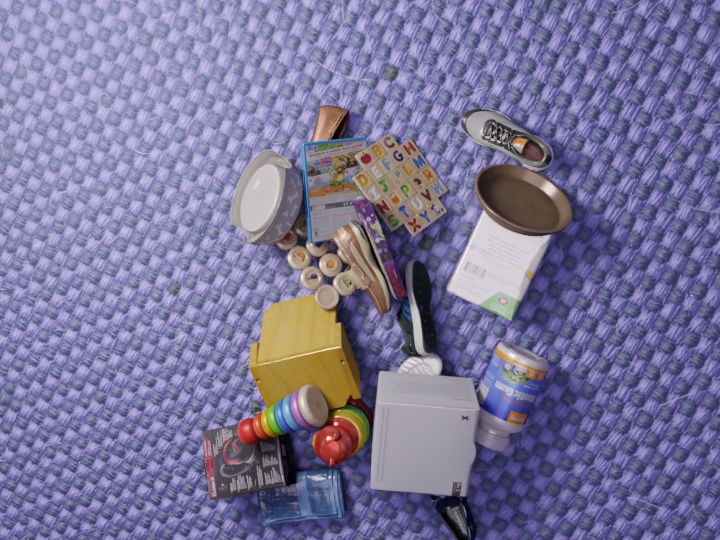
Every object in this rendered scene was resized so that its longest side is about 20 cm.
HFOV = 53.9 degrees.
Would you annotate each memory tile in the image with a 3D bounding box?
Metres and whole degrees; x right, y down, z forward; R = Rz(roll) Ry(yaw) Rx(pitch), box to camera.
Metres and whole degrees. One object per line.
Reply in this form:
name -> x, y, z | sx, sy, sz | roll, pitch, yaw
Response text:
memory tile -> -0.075, -0.033, 1.478 | 0.153, 0.017, 0.201 | -35, 90, -20

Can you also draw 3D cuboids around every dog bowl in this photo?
dog bowl -> -0.191, -0.143, 1.452 | 0.199, 0.058, 0.202 | -24, 58, 43

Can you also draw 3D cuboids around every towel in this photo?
towel -> -0.133, 0.497, 1.563 | 0.198, 0.049, 0.113 | -7, 94, 11

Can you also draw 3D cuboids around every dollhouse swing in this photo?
dollhouse swing -> -0.111, 0.174, 1.497 | 0.198, 0.176, 0.183 | -15, 115, 11

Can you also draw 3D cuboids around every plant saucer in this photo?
plant saucer -> 0.312, -0.133, 1.368 | 0.199, 0.201, 0.030 | 24, 134, 7

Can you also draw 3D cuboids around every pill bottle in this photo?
pill bottle -> 0.295, 0.257, 1.433 | 0.111, 0.112, 0.201 | 21, 98, 7

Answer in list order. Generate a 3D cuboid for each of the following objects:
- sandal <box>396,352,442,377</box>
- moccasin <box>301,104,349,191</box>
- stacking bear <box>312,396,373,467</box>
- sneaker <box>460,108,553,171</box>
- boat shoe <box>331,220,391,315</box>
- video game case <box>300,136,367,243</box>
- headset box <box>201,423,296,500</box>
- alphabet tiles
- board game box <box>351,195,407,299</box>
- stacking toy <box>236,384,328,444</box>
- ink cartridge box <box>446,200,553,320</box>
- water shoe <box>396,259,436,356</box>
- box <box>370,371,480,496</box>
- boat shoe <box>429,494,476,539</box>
sandal -> 0.103, 0.252, 1.501 | 0.082, 0.050, 0.203 | 42, 106, 20
moccasin -> -0.068, -0.239, 1.472 | 0.077, 0.074, 0.203 | 16, 89, 16
stacking bear -> -0.042, 0.335, 1.454 | 0.113, 0.200, 0.122 | 16, 98, 8
sneaker -> 0.292, -0.264, 1.399 | 0.199, 0.079, 0.074 | 28, 101, 7
boat shoe -> 0.000, 0.000, 1.451 | 0.073, 0.076, 0.201 | -24, 94, -5
video game case -> -0.047, -0.165, 1.445 | 0.142, 0.018, 0.202 | -10, 106, -25
headset box -> -0.253, 0.409, 1.542 | 0.198, 0.075, 0.150 | -14, 74, 11
alphabet tiles -> 0.083, -0.175, 1.431 | 0.166, 0.006, 0.201 | -36, 89, -25
board game box -> 0.037, -0.048, 1.422 | 0.032, 0.120, 0.201 | -22, 104, 0
stacking toy -> -0.165, 0.304, 1.430 | 0.199, 0.085, 0.086 | -28, 90, 23
ink cartridge box -> 0.280, -0.024, 1.421 | 0.144, 0.087, 0.201 | 25, 100, 6
water shoe -> 0.103, 0.078, 1.467 | 0.079, 0.071, 0.202 | -15, 75, 41
box -> 0.124, 0.324, 1.414 | 0.198, 0.131, 0.201 | 5, 108, 0
boat shoe -> 0.194, 0.488, 1.494 | 0.084, 0.069, 0.201 | -33, 87, 11
